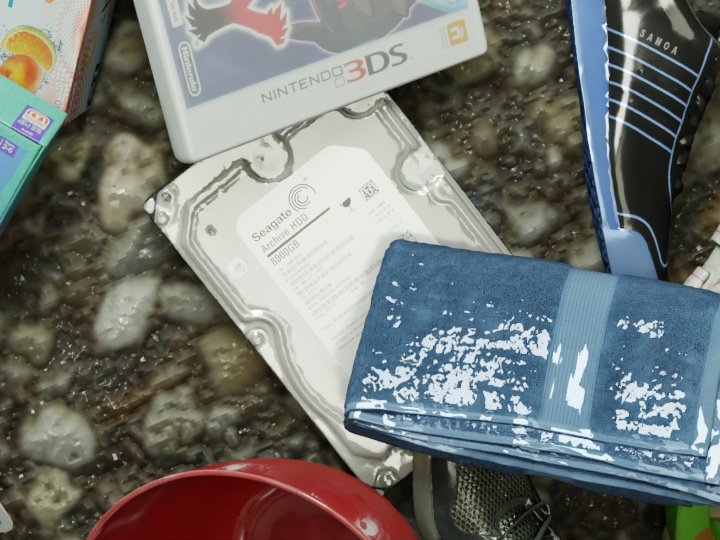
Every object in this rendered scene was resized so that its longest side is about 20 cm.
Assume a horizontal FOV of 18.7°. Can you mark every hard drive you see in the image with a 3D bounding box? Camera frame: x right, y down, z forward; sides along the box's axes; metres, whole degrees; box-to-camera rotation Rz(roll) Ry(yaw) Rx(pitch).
[{"bbox_3d":[0.000,0.000,1.145,0.139,0.038,0.200,-37,96,1],"label":"hard drive"}]

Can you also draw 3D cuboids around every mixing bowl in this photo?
[{"bbox_3d":[-0.035,0.172,1.110,0.199,0.108,0.201,8,112,20],"label":"mixing bowl"}]

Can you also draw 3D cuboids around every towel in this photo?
[{"bbox_3d":[0.094,0.047,1.072,0.199,0.049,0.112,10,66,13],"label":"towel"}]

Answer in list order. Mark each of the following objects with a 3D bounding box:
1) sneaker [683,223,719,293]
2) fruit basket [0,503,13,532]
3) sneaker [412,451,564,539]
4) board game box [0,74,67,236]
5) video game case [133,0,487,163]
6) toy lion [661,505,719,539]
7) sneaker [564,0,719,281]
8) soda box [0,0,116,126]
[{"bbox_3d":[0.207,0.009,1.139,0.199,0.081,0.089,-25,82,3],"label":"sneaker"},{"bbox_3d":[-0.290,0.073,1.071,0.199,0.094,0.186,-14,114,21],"label":"fruit basket"},{"bbox_3d":[0.097,0.157,1.114,0.076,0.114,0.201,-30,109,-37],"label":"sneaker"},{"bbox_3d":[-0.258,-0.032,1.090,0.152,0.045,0.200,31,117,-6],"label":"board game box"},{"bbox_3d":[-0.034,-0.175,1.067,0.181,0.023,0.201,-23,108,-27],"label":"video game case"},{"bbox_3d":[0.252,0.088,1.109,0.199,0.069,0.193,-11,128,-1],"label":"toy lion"},{"bbox_3d":[0.151,-0.084,1.119,0.077,0.070,0.201,-6,90,3],"label":"sneaker"},{"bbox_3d":[-0.147,-0.178,1.085,0.063,0.068,0.201,17,104,2],"label":"soda box"}]
